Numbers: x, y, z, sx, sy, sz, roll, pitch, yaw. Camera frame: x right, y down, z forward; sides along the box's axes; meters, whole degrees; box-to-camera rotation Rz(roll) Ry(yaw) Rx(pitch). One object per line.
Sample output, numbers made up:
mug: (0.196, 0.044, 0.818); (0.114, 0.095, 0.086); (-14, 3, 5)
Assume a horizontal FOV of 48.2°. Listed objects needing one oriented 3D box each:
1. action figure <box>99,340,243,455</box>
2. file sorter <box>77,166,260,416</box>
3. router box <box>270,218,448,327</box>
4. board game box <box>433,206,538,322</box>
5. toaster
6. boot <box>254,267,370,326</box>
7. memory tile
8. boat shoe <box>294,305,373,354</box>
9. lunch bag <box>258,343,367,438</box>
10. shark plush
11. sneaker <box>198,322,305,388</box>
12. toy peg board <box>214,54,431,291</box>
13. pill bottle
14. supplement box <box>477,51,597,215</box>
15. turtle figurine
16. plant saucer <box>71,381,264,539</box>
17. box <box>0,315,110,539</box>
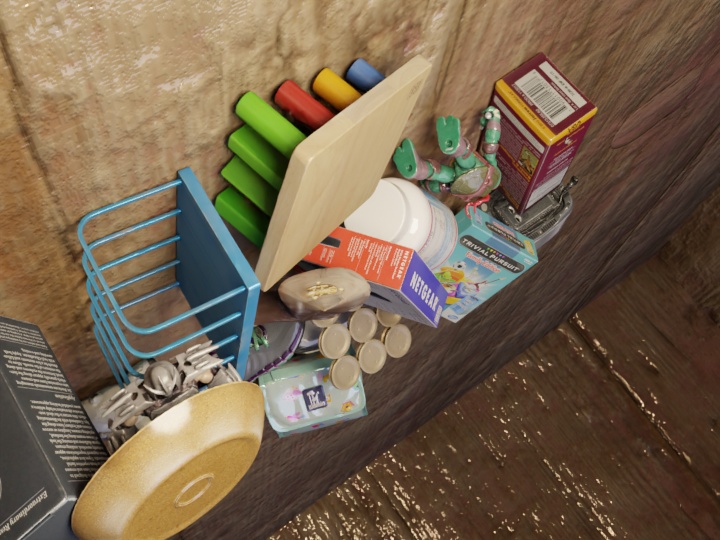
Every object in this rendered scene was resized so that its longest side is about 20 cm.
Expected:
action figure: (-0.169, 0.136, 0.752); (0.128, 0.070, 0.201); (-20, 153, -14)
file sorter: (-0.188, 0.033, 0.775); (0.121, 0.140, 0.201); (-25, 157, -26)
router box: (0.000, 0.000, 0.969); (0.050, 0.177, 0.200); (-69, 158, -9)
board game box: (0.166, -0.006, 1.319); (0.149, 0.048, 0.200); (24, 133, -29)
toaster: (0.285, -0.094, 1.406); (0.199, 0.114, 0.129); (-36, 165, -4)
boot: (-0.091, 0.029, 0.887); (0.183, 0.066, 0.200); (-5, 178, -9)
memory tile: (-0.007, 0.055, 1.138); (0.152, 0.203, 0.017); (-29, -159, -28)
boat shoe: (-0.026, 0.078, 1.281); (0.198, 0.072, 0.068); (-26, 156, -26)
lunch bag: (-0.078, 0.192, 1.315); (0.167, 0.124, 0.201); (-13, 159, -4)
shark plush: (-0.321, 0.186, 0.996); (0.199, 0.092, 0.083); (-30, -169, -37)
sneaker: (-0.161, 0.117, 1.123); (0.200, 0.075, 0.087); (-45, 155, 21)
toy peg board: (-0.049, -0.118, 0.794); (0.199, 0.097, 0.201); (-45, 169, -37)
pill bottle: (0.052, -0.059, 1.054); (0.109, 0.109, 0.199); (-42, 160, 13)
supplement box: (0.234, -0.182, 1.107); (0.085, 0.111, 0.201); (-34, 161, -14)
turtle figurine: (0.136, -0.142, 1.050); (0.150, 0.101, 0.199); (-46, 154, 23)
plant saucer: (-0.156, 0.182, 0.711); (0.199, 0.035, 0.201); (-36, 155, -19)
box: (-0.327, 0.162, 0.712); (0.148, 0.201, 0.107); (-38, 161, 4)
